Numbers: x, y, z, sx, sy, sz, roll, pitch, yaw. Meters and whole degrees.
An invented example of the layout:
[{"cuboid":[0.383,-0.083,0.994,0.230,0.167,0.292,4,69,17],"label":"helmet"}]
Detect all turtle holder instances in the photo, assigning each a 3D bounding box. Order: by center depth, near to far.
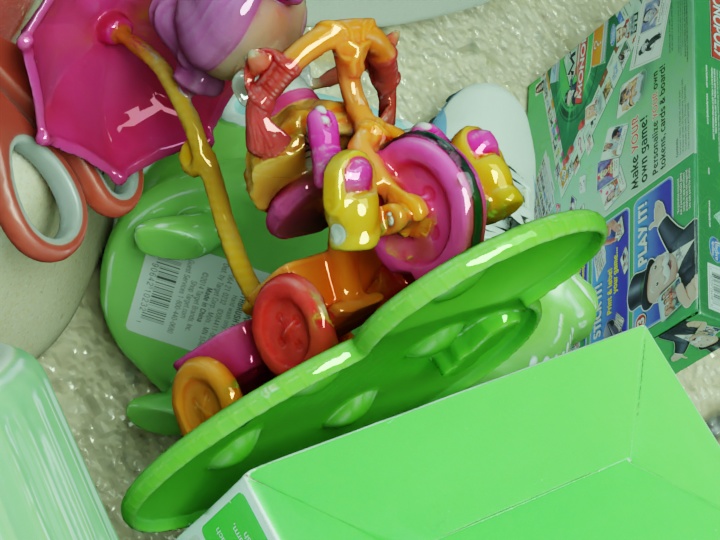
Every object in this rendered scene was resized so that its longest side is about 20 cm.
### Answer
[{"cuboid":[-0.006,-0.008,0.796,0.132,0.185,0.141,-78,157,-51],"label":"turtle holder"}]

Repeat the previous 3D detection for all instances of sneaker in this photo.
[{"cuboid":[0.058,-0.004,0.903,0.072,0.072,0.200,31,52,-29],"label":"sneaker"}]

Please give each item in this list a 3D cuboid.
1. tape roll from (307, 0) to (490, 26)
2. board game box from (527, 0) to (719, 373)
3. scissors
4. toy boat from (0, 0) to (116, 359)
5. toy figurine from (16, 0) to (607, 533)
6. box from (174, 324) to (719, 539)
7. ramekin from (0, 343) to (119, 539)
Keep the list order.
[{"cuboid":[0.026,-0.174,0.895,0.202,0.203,0.037,1,64,-34],"label":"tape roll"},{"cuboid":[0.123,-0.035,0.927,0.029,0.135,0.200,21,55,-23],"label":"board game box"},{"cuboid":[-0.142,-0.087,0.667,0.200,0.014,0.073,54,42,-22],"label":"scissors"},{"cuboid":[-0.161,-0.055,0.771,0.130,0.131,0.200,13,52,8],"label":"toy boat"},{"cuboid":[-0.035,-0.041,0.641,0.150,0.200,0.184,-16,72,-40],"label":"toy figurine"},{"cuboid":[0.016,0.123,0.734,0.200,0.176,0.097,-17,71,-39],"label":"box"},{"cuboid":[-0.167,0.096,0.595,0.200,0.200,0.098,-26,103,-41],"label":"ramekin"}]
